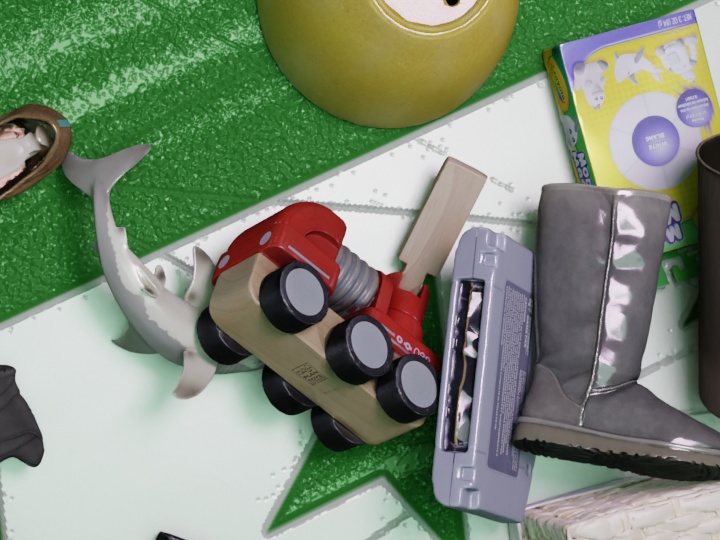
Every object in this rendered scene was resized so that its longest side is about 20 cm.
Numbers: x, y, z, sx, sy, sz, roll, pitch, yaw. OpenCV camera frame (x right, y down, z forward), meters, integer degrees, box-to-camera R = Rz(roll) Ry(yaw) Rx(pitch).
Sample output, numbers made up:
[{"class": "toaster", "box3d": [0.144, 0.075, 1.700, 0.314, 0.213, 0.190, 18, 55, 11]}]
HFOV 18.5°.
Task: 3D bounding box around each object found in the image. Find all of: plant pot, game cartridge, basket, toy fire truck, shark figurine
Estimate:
[{"class": "plant pot", "box3d": [0.033, -0.209, 1.597, 0.199, 0.142, 0.201, 0, 89, -11]}, {"class": "game cartridge", "box3d": [0.098, 0.080, 1.612, 0.041, 0.133, 0.201, 1, 78, 28]}, {"class": "basket", "box3d": [0.228, 0.224, 1.639, 0.199, 0.123, 0.136, -12, 91, -11]}, {"class": "basket", "box3d": [0.321, 0.010, 1.633, 0.179, 0.136, 0.201, -4, 115, -19]}, {"class": "toy fire truck", "box3d": [0.000, 0.000, 1.601, 0.176, 0.128, 0.201, 39, 47, -24]}, {"class": "shark figurine", "box3d": [-0.159, 0.019, 1.588, 0.215, 0.089, 0.128, 50, 46, -15]}]

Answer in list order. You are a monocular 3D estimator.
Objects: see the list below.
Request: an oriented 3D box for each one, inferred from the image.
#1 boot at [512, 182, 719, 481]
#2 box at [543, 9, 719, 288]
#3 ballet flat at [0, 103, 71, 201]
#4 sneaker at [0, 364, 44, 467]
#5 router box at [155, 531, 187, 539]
[{"class": "boot", "box3d": [0.202, 0.043, 1.604, 0.181, 0.073, 0.201, 12, 72, 5]}, {"class": "box", "box3d": [0.221, -0.087, 1.685, 0.117, 0.048, 0.201, -16, 94, -12]}, {"class": "ballet flat", "box3d": [-0.290, -0.055, 1.559, 0.199, 0.072, 0.068, -31, 94, -11]}, {"class": "sneaker", "box3d": [-0.312, 0.150, 1.553, 0.199, 0.076, 0.091, -32, 101, -9]}, {"class": "router box", "box3d": [-0.111, 0.309, 1.600, 0.148, 0.051, 0.201, 22, 84, -12]}]
